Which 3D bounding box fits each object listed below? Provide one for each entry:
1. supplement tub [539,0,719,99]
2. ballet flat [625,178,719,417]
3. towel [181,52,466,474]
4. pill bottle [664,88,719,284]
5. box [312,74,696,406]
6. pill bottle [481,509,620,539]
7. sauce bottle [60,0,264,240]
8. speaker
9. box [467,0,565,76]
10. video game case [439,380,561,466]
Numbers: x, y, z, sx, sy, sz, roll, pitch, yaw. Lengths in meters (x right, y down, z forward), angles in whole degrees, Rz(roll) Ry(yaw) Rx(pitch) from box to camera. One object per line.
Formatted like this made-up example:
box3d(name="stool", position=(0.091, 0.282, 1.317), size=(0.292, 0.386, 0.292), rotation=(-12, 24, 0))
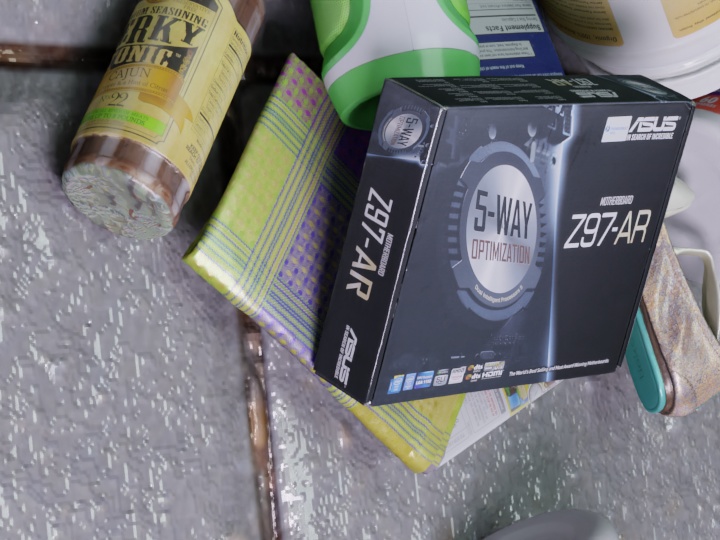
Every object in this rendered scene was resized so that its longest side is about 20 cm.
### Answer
box3d(name="supplement tub", position=(0.158, -0.207, 1.386), size=(0.145, 0.144, 0.200), rotation=(-63, 143, -32))
box3d(name="ballet flat", position=(0.170, -0.015, 1.425), size=(0.067, 0.068, 0.201), rotation=(-18, 90, -15))
box3d(name="towel", position=(0.000, 0.000, 1.269), size=(0.200, 0.023, 0.144), rotation=(43, 56, -30))
box3d(name="pill bottle", position=(0.258, -0.080, 1.511), size=(0.200, 0.111, 0.112), rotation=(-34, 107, -43))
box3d(name="box", position=(0.077, -0.019, 1.249), size=(0.199, 0.043, 0.161), rotation=(-4, 116, -44))
box3d(name="pill bottle", position=(0.124, 0.240, 1.326), size=(0.104, 0.104, 0.201), rotation=(-35, 108, -43))
box3d(name="sauce bottle", position=(-0.087, -0.113, 1.203), size=(0.065, 0.064, 0.201), rotation=(41, 55, -33))
box3d(name="speaker", position=(0.006, -0.179, 1.257), size=(0.088, 0.088, 0.201), rotation=(3, 70, -45))
box3d(name="box", position=(0.062, -0.116, 1.338), size=(0.121, 0.032, 0.201), rotation=(-8, 71, -45))
box3d(name="video game case", position=(0.056, -0.015, 1.359), size=(0.182, 0.023, 0.201), rotation=(-30, 104, -44))
